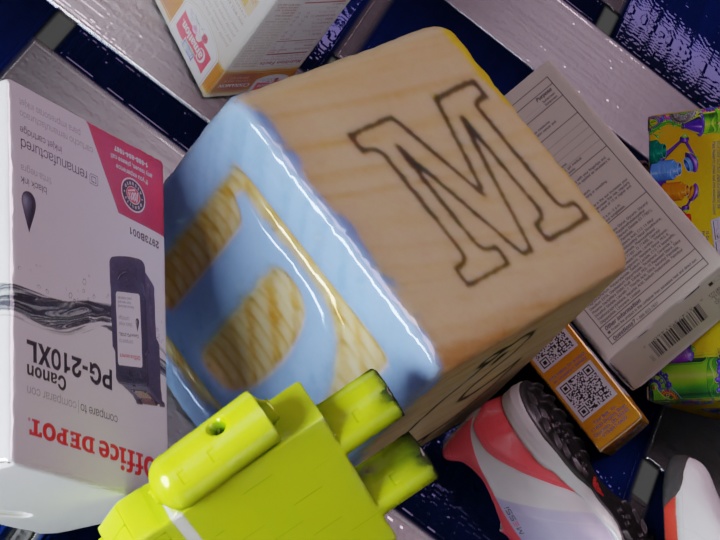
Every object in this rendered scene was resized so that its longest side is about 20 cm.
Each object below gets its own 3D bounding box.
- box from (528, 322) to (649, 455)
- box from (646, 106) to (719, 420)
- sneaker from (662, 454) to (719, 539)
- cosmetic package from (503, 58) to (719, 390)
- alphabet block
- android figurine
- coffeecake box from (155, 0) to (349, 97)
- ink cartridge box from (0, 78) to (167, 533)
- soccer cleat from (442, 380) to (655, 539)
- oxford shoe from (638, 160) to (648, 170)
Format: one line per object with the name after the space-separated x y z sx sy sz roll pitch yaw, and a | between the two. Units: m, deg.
0.113 0.032 1.352 0.201 0.041 0.119 54 5 11 | box
0.306 -0.007 1.395 0.122 0.191 0.202 17 72 -55 | box
0.253 0.205 1.285 0.067 0.107 0.203 46 35 -55 | sneaker
0.154 -0.032 1.372 0.200 0.103 0.073 54 7 30 | cosmetic package
0.000 0.000 1.221 0.199 0.195 0.197 -26 75 -46 | alphabet block
-0.055 0.137 1.074 0.199 0.183 0.041 -34 47 -7 | android figurine
-0.064 -0.238 1.365 0.073 0.200 0.154 -8 61 -41 | coffeecake box
-0.171 0.024 1.066 0.145 0.084 0.202 28 55 -58 | ink cartridge box
0.131 0.164 1.290 0.201 0.073 0.068 54 20 -12 | soccer cleat
0.171 -0.063 1.498 0.199 0.073 0.072 18 46 -25 | oxford shoe
